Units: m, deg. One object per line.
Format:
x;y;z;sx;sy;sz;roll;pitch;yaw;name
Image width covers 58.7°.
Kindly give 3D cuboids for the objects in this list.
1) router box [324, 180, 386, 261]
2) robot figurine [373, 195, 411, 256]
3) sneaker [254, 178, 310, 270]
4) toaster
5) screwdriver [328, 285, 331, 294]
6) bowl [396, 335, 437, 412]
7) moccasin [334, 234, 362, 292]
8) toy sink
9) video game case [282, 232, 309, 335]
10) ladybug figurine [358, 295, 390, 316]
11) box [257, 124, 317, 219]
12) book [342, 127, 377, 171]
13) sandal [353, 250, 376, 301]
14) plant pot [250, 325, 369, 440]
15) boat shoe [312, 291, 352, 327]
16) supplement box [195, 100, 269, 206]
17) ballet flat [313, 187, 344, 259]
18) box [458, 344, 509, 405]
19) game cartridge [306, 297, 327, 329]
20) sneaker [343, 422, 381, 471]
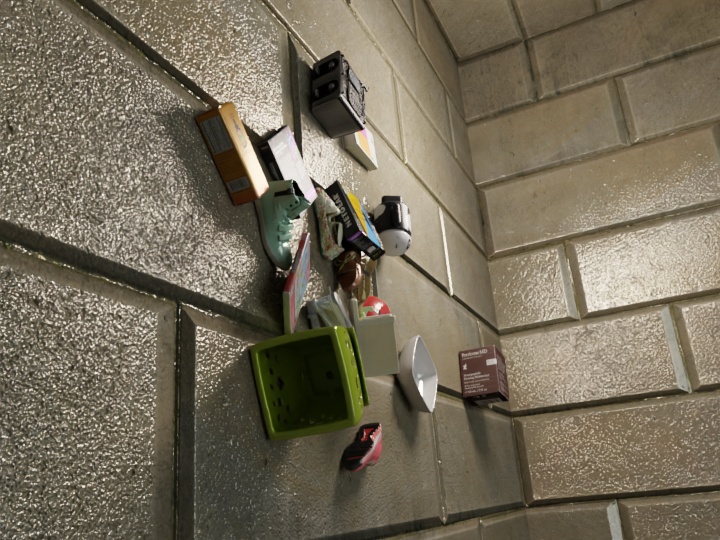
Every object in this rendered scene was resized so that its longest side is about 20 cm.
-0.014;-0.139;1.796;0.149;0.051;0.202;36;24;-52;router box
0.106;-0.145;2.086;0.150;0.123;0.203;33;47;-49;robot figurine
-0.161;-0.105;1.436;0.074;0.117;0.204;-35;111;-68;sneaker
-0.061;-0.512;1.899;0.200;0.117;0.184;42;41;-54;toaster
-0.058;0.137;1.673;0.029;0.028;0.203;-29;105;-37;screwdriver
0.178;0.335;2.063;0.201;0.074;0.201;64;26;-29;bowl
-0.034;-0.028;1.757;0.078;0.073;0.204;50;34;-43;moccasin
0.036;0.171;1.685;0.130;0.110;0.204;142;-59;-81;toy sink
-0.144;0.032;1.453;0.202;0.017;0.144;-78;174;-46;video game case
0.037;0.145;1.832;0.200;0.071;0.137;-59;132;-59;ladybug figurine
-0.177;-0.243;1.585;0.143;0.036;0.202;-61;135;-59;box
-0.001;-0.426;2.094;0.200;0.047;0.136;31;48;-62;book
0.000;0.000;1.853;0.080;0.053;0.203;41;47;-41;sandal
-0.090;0.223;1.337;0.181;0.196;0.203;-1;78;-73;plant pot
-0.054;0.145;1.563;0.075;0.064;0.204;-105;174;-56;boat shoe
-0.264;-0.243;1.335;0.067;0.068;0.203;-59;133;-61;supplement box
-0.080;-0.130;1.716;0.075;0.063;0.203;11;68;-65;ballet flat
0.521;0.446;2.701;0.164;0.164;0.203;41;41;-53;box
-0.080;0.169;1.593;0.129;0.038;0.203;-10;87;-64;game cartridge
0.019;0.463;1.615;0.200;0.073;0.088;-38;114;-66;sneaker
